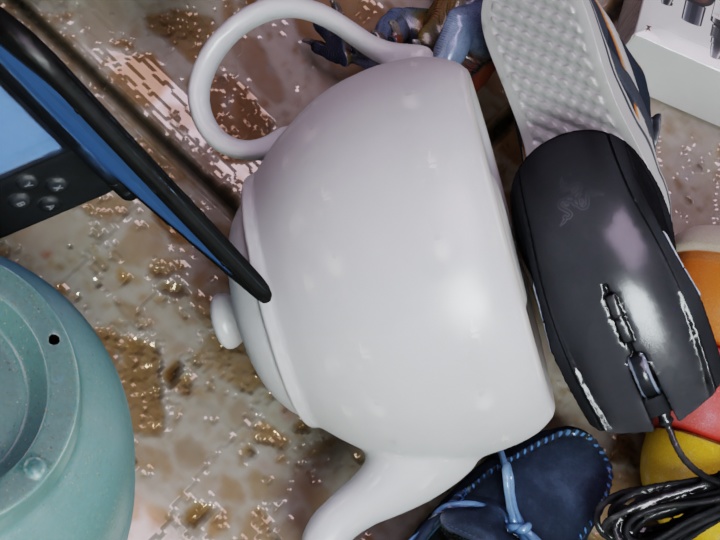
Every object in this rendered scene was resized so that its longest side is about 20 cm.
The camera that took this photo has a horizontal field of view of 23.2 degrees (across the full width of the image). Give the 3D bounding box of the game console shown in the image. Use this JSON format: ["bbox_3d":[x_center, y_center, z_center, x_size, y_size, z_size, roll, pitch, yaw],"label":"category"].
[{"bbox_3d":[-0.158,-0.045,0.714,0.175,0.200,0.117,-21,54,13],"label":"game console"}]

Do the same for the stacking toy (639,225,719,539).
[{"bbox_3d":[0.187,0.091,0.862,0.145,0.146,0.201,25,81,-5],"label":"stacking toy"}]

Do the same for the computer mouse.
[{"bbox_3d":[0.150,0.023,0.796,0.139,0.046,0.201,-16,86,15],"label":"computer mouse"}]

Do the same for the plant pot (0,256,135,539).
[{"bbox_3d":[-0.184,0.069,0.734,0.199,0.134,0.202,7,65,-14],"label":"plant pot"}]

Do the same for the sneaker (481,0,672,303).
[{"bbox_3d":[0.117,-0.055,0.885,0.078,0.079,0.202,-12,87,21],"label":"sneaker"}]

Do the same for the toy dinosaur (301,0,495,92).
[{"bbox_3d":[0.058,-0.147,0.957,0.181,0.105,0.201,-25,113,-38],"label":"toy dinosaur"}]

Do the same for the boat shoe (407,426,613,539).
[{"bbox_3d":[0.057,0.144,0.810,0.084,0.069,0.200,43,61,4],"label":"boat shoe"}]

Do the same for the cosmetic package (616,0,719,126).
[{"bbox_3d":[0.243,-0.114,0.992,0.199,0.051,0.083,22,63,-7],"label":"cosmetic package"}]

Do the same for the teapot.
[{"bbox_3d":[0.000,0.000,0.809,0.145,0.198,0.201,-14,39,7],"label":"teapot"}]
